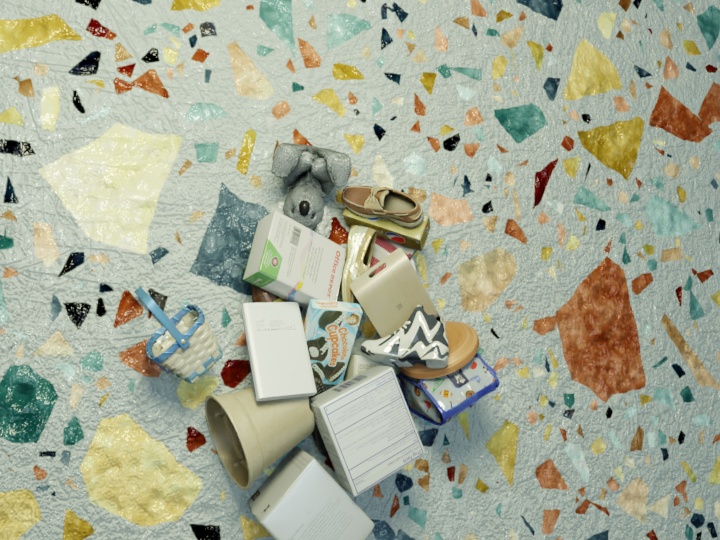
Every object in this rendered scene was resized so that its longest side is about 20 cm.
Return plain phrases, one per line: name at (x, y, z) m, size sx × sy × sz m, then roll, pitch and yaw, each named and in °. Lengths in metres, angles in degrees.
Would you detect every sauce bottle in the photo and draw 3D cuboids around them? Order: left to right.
sauce bottle at (-0.199, 0.078, 1.432) m, size 0.065 × 0.066 × 0.205 m, roll -26°, pitch 95°, yaw -20°

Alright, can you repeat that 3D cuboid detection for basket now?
basket at (-0.378, 0.121, 1.304) m, size 0.138 × 0.175 × 0.203 m, roll -38°, pitch 108°, yaw -15°

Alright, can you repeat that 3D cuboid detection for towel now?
towel at (0.052, -0.053, 1.524) m, size 0.142 × 0.023 × 0.202 m, roll 32°, pitch 75°, yaw 19°

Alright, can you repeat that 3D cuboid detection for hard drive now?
hard drive at (-0.171, 0.165, 1.345) m, size 0.129 × 0.025 × 0.205 m, roll 1°, pitch 62°, yaw -32°

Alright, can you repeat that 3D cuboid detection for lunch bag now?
lunch bag at (0.201, 0.262, 1.480) m, size 0.167 × 0.199 × 0.127 m, roll -26°, pitch 106°, yaw -18°

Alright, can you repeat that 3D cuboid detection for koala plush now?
koala plush at (-0.120, -0.174, 1.457) m, size 0.172 × 0.184 × 0.206 m, roll 6°, pitch 103°, yaw -10°

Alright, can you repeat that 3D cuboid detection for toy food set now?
toy food set at (0.078, 0.069, 1.454) m, size 0.142 × 0.061 × 0.202 m, roll -34°, pitch 117°, yaw -2°

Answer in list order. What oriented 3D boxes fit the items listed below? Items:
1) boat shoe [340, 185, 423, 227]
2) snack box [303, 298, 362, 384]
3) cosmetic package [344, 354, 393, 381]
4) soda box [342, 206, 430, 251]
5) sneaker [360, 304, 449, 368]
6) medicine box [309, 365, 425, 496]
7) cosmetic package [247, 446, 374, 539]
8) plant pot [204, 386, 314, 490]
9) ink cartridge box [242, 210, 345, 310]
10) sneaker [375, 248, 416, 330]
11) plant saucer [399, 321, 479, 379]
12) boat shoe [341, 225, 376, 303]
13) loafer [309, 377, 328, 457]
boat shoe at (0.047, -0.157, 1.440) m, size 0.194 × 0.072 × 0.078 m, roll 14°, pitch 72°, yaw 14°
snack box at (-0.075, 0.161, 1.426) m, size 0.113 × 0.037 × 0.205 m, roll 6°, pitch 119°, yaw -18°
cosmetic package at (0.015, 0.297, 1.476) m, size 0.100 × 0.087 × 0.207 m, roll 6°, pitch 83°, yaw -18°
soda box at (0.061, -0.114, 1.499) m, size 0.195 × 0.068 × 0.065 m, roll 20°, pitch 74°, yaw 16°
sneaker at (0.101, 0.137, 1.421) m, size 0.193 × 0.080 × 0.133 m, roll -1°, pitch 61°, yaw 21°
medicine box at (0.013, 0.334, 1.370) m, size 0.178 × 0.103 × 0.205 m, roll -23°, pitch 93°, yaw -20°
cosmetic package at (-0.108, 0.515, 1.367) m, size 0.165 × 0.164 × 0.201 m, roll -44°, pitch 100°, yaw -18°
plant pot at (-0.201, 0.320, 1.354) m, size 0.180 × 0.199 × 0.206 m, roll -21°, pitch 91°, yaw -32°
ink cartridge box at (-0.140, -0.014, 1.417) m, size 0.197 × 0.083 × 0.149 m, roll 27°, pitch 60°, yaw -29°
sneaker at (0.072, 0.047, 1.528) m, size 0.111 × 0.075 × 0.207 m, roll -2°, pitch 87°, yaw -23°
plant saucer at (0.175, 0.175, 1.489) m, size 0.197 × 0.199 × 0.033 m, roll -30°, pitch 115°, yaw -19°
boat shoe at (0.000, 0.000, 1.458) m, size 0.064 × 0.074 × 0.207 m, roll 3°, pitch 85°, yaw 18°
loafer at (-0.090, 0.319, 1.444) m, size 0.071 × 0.071 × 0.206 m, roll -21°, pitch 110°, yaw -21°
